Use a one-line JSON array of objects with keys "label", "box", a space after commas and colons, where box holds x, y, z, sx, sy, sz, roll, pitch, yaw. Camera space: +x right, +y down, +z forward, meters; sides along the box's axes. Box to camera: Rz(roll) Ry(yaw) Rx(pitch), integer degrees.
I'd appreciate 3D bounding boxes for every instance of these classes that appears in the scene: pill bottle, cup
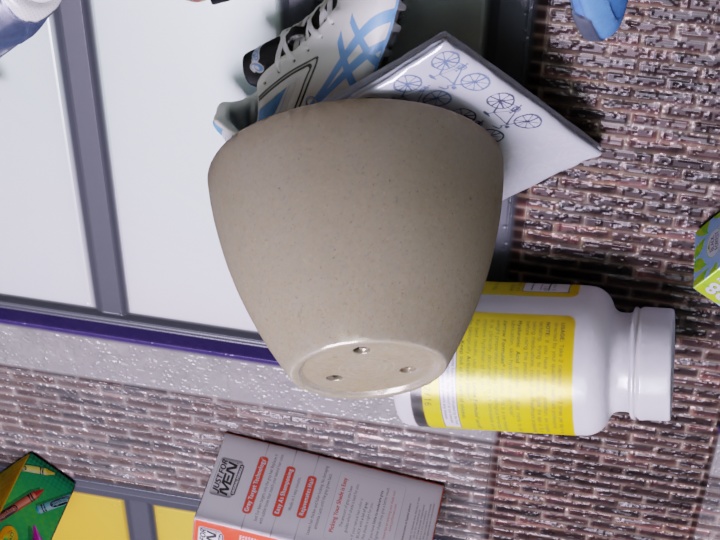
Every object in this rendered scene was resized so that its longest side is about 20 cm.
[{"label": "pill bottle", "box": [0.129, 0.064, 1.102, 0.199, 0.111, 0.112, 2, 131, 14]}, {"label": "cup", "box": [0.000, 0.000, 0.978, 0.199, 0.144, 0.200, -2, 155, -1]}]

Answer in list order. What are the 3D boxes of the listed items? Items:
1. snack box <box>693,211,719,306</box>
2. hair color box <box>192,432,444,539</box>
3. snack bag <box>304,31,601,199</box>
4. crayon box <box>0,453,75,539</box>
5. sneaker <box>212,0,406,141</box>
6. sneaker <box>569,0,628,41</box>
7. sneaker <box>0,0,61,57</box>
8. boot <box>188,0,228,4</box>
[{"label": "snack box", "box": [0.351, -0.018, 0.999, 0.168, 0.068, 0.200, 32, 133, -14]}, {"label": "hair color box", "box": [-0.036, 0.217, 1.289, 0.199, 0.102, 0.061, 14, 133, 4]}, {"label": "snack bag", "box": [0.034, -0.077, 1.011, 0.200, 0.021, 0.188, -24, 147, 32]}, {"label": "crayon box", "box": [-0.363, 0.268, 1.410, 0.058, 0.119, 0.200, 39, 129, -20]}, {"label": "sneaker", "box": [-0.032, -0.140, 0.989, 0.072, 0.072, 0.200, 24, 133, -21]}, {"label": "sneaker", "box": [0.155, -0.221, 0.873, 0.078, 0.066, 0.201, -1, 130, 11]}, {"label": "sneaker", "box": [-0.283, -0.232, 0.980, 0.146, 0.081, 0.200, -37, 111, 28]}, {"label": "boot", "box": [-0.087, -0.210, 0.888, 0.073, 0.151, 0.200, 39, 129, -19]}]
